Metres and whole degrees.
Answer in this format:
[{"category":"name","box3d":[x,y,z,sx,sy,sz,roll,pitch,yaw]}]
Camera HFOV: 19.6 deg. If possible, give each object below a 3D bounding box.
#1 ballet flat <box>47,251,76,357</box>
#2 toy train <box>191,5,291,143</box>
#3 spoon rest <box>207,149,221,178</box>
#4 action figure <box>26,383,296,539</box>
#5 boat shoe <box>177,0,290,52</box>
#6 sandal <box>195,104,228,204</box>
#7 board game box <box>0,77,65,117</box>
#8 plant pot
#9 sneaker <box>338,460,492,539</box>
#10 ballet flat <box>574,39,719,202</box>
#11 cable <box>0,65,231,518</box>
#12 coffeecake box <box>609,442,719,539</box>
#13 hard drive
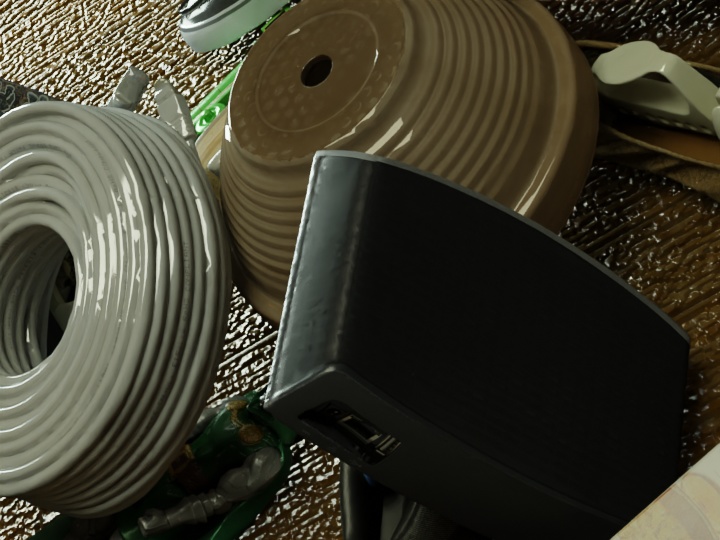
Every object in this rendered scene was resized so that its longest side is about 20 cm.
[{"category":"ballet flat","box3d":[-0.160,0.031,1.145,0.073,0.073,0.200,-40,40,6]},{"category":"toy train","box3d":[-0.044,-0.118,1.188,0.200,0.042,0.056,-43,33,3]},{"category":"spoon rest","box3d":[0.000,0.000,1.060,0.099,0.061,0.200,-44,56,4]},{"category":"action figure","box3d":[-0.101,0.117,1.046,0.200,0.055,0.118,-38,40,2]},{"category":"boat shoe","box3d":[-0.049,-0.192,1.191,0.200,0.066,0.070,-26,24,46]},{"category":"sandal","box3d":[-0.004,-0.102,1.123,0.212,0.078,0.070,-49,47,9]},{"category":"board game box","box3d":[-0.258,-0.009,1.161,0.159,0.097,0.201,0,74,60]},{"category":"plant pot","box3d":[0.003,-0.069,0.980,0.200,0.093,0.202,-20,48,24]},{"category":"sneaker","box3d":[0.054,0.062,0.918,0.073,0.112,0.201,1,60,38]},{"category":"ballet flat","box3d":[0.164,-0.072,0.962,0.200,0.072,0.068,23,72,45]},{"category":"cable","box3d":[-0.144,0.017,1.018,0.200,0.069,0.200,-47,51,25]},{"category":"coffeecake box","box3d":[0.183,0.132,0.791,0.200,0.073,0.154,-42,43,5]},{"category":"hard drive","box3d":[0.058,0.039,0.866,0.042,0.200,0.135,-26,44,47]}]
